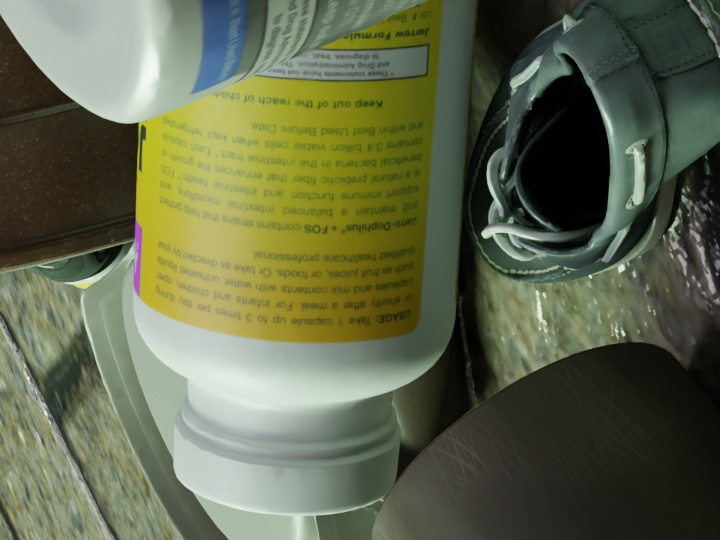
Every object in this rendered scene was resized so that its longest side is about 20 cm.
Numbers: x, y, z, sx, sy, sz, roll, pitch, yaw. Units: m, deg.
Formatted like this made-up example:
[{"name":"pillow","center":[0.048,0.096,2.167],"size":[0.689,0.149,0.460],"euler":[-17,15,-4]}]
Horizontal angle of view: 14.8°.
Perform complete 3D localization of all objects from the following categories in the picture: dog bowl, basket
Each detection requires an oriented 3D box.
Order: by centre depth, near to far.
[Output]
[{"name":"basket","center":[0.099,0.133,0.818],"size":[0.200,0.136,0.180],"euler":[57,153,28]},{"name":"dog bowl","center":[-0.044,0.050,1.138],"size":[0.200,0.059,0.200],"euler":[48,153,35]}]

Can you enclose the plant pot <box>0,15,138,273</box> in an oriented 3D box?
[{"name":"plant pot","center":[-0.137,-0.115,1.021],"size":[0.200,0.200,0.199],"euler":[13,117,63]}]

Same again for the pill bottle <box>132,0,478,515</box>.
[{"name":"pill bottle","center":[-0.019,-0.029,0.869],"size":[0.104,0.104,0.200],"euler":[29,121,55]}]

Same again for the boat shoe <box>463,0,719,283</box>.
[{"name":"boat shoe","center":[0.059,-0.037,0.810],"size":[0.073,0.062,0.200],"euler":[60,158,6]}]

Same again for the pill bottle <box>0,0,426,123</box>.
[{"name":"pill bottle","center":[0.008,-0.122,0.654],"size":[0.114,0.200,0.114],"euler":[47,151,36]}]

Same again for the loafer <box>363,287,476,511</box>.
[{"name":"loafer","center":[0.000,0.000,0.964],"size":[0.071,0.073,0.200],"euler":[26,137,59]}]

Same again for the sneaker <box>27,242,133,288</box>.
[{"name":"sneaker","center":[-0.156,-0.083,1.196],"size":[0.200,0.074,0.085],"euler":[59,-172,-1]}]
